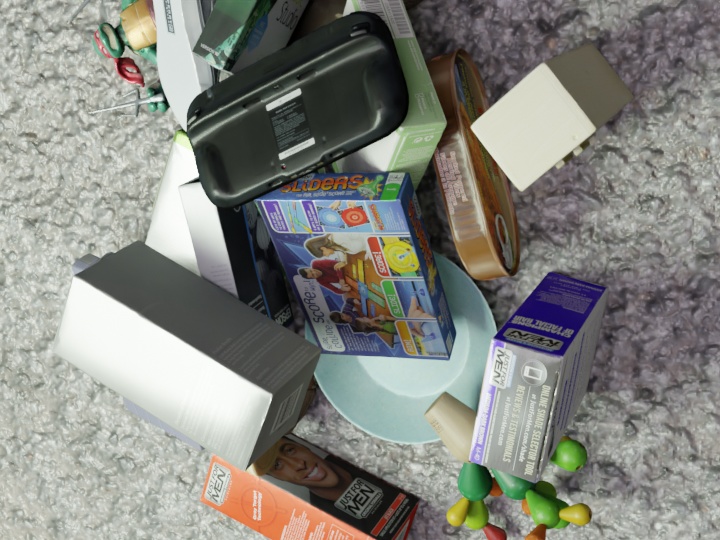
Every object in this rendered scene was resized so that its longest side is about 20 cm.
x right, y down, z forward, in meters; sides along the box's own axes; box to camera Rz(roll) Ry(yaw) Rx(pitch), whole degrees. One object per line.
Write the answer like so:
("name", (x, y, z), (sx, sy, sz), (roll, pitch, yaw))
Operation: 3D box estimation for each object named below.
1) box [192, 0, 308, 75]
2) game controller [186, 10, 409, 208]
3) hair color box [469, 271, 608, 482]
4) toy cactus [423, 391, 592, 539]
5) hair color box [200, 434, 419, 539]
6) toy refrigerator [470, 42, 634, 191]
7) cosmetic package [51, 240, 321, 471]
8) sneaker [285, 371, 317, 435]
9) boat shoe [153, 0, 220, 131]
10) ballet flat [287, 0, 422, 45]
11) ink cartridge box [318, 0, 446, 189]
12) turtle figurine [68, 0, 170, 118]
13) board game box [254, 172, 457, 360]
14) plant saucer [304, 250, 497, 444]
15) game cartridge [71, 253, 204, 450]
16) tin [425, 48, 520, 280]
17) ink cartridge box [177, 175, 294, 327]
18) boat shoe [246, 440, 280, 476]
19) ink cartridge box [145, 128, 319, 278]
("box", (-0.066, -0.260, 0.971), (0.036, 0.144, 0.202), (28, 98, 6))
("game controller", (-0.055, -0.127, 0.918), (0.198, 0.042, 0.106), (-23, 81, 23))
("hair color box", (0.156, 0.084, 0.968), (0.064, 0.200, 0.111), (14, 109, 17))
("toy cactus", (0.121, 0.186, 1.042), (0.165, 0.102, 0.200), (43, 153, 3))
("hair color box", (-0.051, 0.233, 1.148), (0.198, 0.101, 0.062), (24, 113, 14))
("toy refrigerator", (0.161, -0.125, 0.910), (0.076, 0.200, 0.070), (-40, 89, 25))
("cosmetic package", (-0.144, 0.066, 0.949), (0.198, 0.107, 0.091), (28, 116, 14))
("sneaker", (-0.129, 0.082, 1.170), (0.199, 0.070, 0.076), (37, 90, 10))
("boat shoe", (-0.144, -0.219, 1.013), (0.071, 0.067, 0.203), (27, 133, 43))
("ballet flat", (-0.024, -0.230, 1.042), (0.198, 0.046, 0.068), (-22, 95, 26))
("ink cartridge box", (0.007, -0.128, 0.998), (0.201, 0.047, 0.147), (114, 142, -59))
("turtle figurine", (-0.194, -0.241, 1.080), (0.198, 0.101, 0.151), (-25, 112, 9))
("board game box", (0.000, 0.000, 1.003), (0.133, 0.035, 0.202), (2, 137, 21))
("plant saucer", (0.043, 0.067, 1.100), (0.198, 0.039, 0.204), (6, 106, 21))
("game cartridge", (-0.222, 0.085, 1.157), (0.128, 0.038, 0.202), (16, 134, 34))
("tin", (0.097, -0.090, 0.994), (0.041, 0.112, 0.203), (-11, 99, 25))
("ink cartridge box", (-0.105, 0.007, 1.028), (0.039, 0.099, 0.203), (-6, 105, 21))
("boat shoe", (-0.129, 0.101, 1.092), (0.068, 0.074, 0.203), (-3, 107, 28))
("ink cartridge box", (-0.134, -0.027, 1.128), (0.146, 0.076, 0.202), (28, 116, 12))
